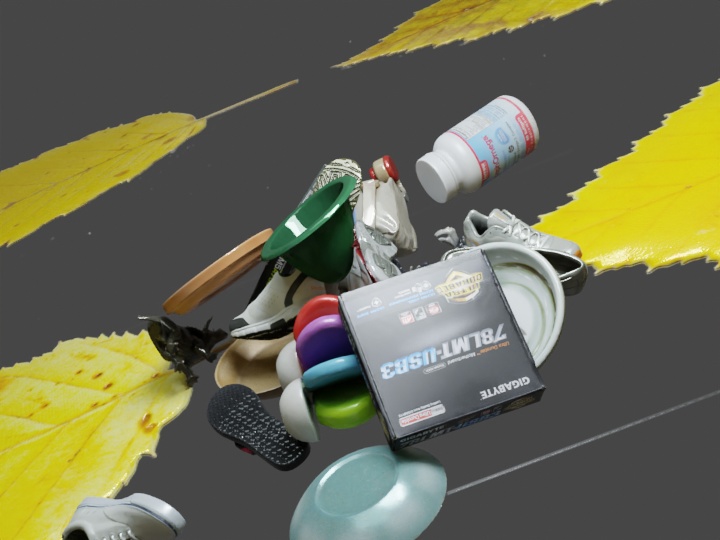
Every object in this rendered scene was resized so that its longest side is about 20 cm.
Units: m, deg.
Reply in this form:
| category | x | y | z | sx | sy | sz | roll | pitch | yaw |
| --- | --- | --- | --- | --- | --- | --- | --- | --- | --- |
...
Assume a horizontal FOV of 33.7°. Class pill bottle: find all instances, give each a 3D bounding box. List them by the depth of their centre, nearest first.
| category | x | y | z | sx | sy | sz | roll | pitch | yaw |
| --- | --- | --- | --- | --- | --- | --- | --- | --- | --- |
| pill bottle | 0.192 | -0.198 | 1.973 | 0.199 | 0.110 | 0.108 | -35 | 28 | -19 |

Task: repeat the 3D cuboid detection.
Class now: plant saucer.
| category | x | y | z | sx | sy | sz | roll | pitch | yaw |
| --- | --- | --- | --- | --- | --- | --- | --- | --- | --- |
| plant saucer | 0.002 | 0.260 | 1.379 | 0.199 | 0.039 | 0.202 | -20 | 26 | 10 |
| plant saucer | 0.174 | 0.065 | 1.522 | 0.198 | 0.050 | 0.203 | -13 | 62 | 26 |
| plant saucer | -0.114 | 0.128 | 1.721 | 0.198 | 0.036 | 0.201 | -19 | 28 | 10 |
| plant saucer | -0.206 | 0.008 | 1.773 | 0.199 | 0.032 | 0.200 | -37 | 0 | 0 |

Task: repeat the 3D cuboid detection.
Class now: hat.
| category | x | y | z | sx | sy | sz | roll | pitch | yaw |
| --- | --- | --- | --- | --- | --- | --- | --- | --- | --- |
| hat | -0.022 | -0.004 | 1.603 | 0.165 | 0.176 | 0.201 | -33 | 17 | 26 |

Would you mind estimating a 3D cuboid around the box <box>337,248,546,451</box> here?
| category | x | y | z | sx | sy | sz | roll | pitch | yaw |
| --- | --- | --- | --- | --- | --- | --- | --- | --- | --- |
| box | 0.095 | 0.093 | 1.435 | 0.197 | 0.050 | 0.200 | -17 | 62 | -9 |

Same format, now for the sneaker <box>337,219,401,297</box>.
| category | x | y | z | sx | sy | sz | roll | pitch | yaw |
| --- | --- | --- | --- | --- | --- | --- | --- | --- | --- |
| sneaker | 0.000 | 0.000 | 1.682 | 0.100 | 0.078 | 0.200 | -51 | 16 | 18 |

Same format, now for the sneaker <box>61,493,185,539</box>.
| category | x | y | z | sx | sy | sz | roll | pitch | yaw |
| --- | --- | --- | --- | --- | --- | --- | --- | --- | --- |
| sneaker | -0.297 | 0.328 | 1.488 | 0.198 | 0.073 | 0.071 | -12 | 36 | 42 |

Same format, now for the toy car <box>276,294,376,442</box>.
| category | x | y | z | sx | sy | sz | roll | pitch | yaw |
| --- | --- | --- | --- | --- | --- | --- | --- | --- | --- |
| toy car | -0.029 | 0.112 | 1.530 | 0.173 | 0.151 | 0.201 | -16 | 30 | 2 |

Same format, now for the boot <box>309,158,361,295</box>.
| category | x | y | z | sx | sy | sz | roll | pitch | yaw |
| --- | --- | --- | --- | --- | --- | --- | --- | --- | --- |
| boot | -0.044 | -0.054 | 1.765 | 0.065 | 0.200 | 0.177 | 18 | 75 | 6 |

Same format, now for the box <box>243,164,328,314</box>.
| category | x | y | z | sx | sy | sz | roll | pitch | yaw |
| --- | --- | --- | --- | --- | --- | --- | --- | --- | --- |
| box | -0.103 | -0.041 | 1.876 | 0.194 | 0.047 | 0.201 | -59 | 2 | 39 |

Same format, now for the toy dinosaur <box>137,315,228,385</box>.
| category | x | y | z | sx | sy | sz | roll | pitch | yaw |
| --- | --- | --- | --- | --- | --- | --- | --- | --- | --- |
| toy dinosaur | -0.281 | 0.109 | 1.795 | 0.102 | 0.199 | 0.077 | 42 | 104 | 42 |

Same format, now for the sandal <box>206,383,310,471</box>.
| category | x | y | z | sx | sy | sz | roll | pitch | yaw |
| --- | --- | --- | --- | --- | --- | --- | --- | --- | --- |
| sandal | -0.137 | 0.216 | 1.583 | 0.075 | 0.045 | 0.199 | -41 | 45 | -19 |

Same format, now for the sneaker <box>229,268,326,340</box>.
| category | x | y | z | sx | sy | sz | roll | pitch | yaw |
| --- | --- | --- | --- | --- | --- | --- | --- | --- | --- |
| sneaker | -0.115 | 0.048 | 1.686 | 0.199 | 0.081 | 0.073 | -23 | -18 | 40 |

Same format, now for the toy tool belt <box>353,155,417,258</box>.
| category | x | y | z | sx | sy | sz | roll | pitch | yaw |
| --- | --- | --- | --- | --- | --- | --- | --- | --- | --- |
| toy tool belt | 0.010 | -0.090 | 1.907 | 0.122 | 0.125 | 0.202 | -23 | 45 | 15 |

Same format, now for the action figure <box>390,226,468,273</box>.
| category | x | y | z | sx | sy | sz | roll | pitch | yaw |
| --- | --- | --- | --- | --- | --- | --- | --- | --- | --- |
| action figure | 0.113 | 0.009 | 1.674 | 0.198 | 0.103 | 0.119 | -7 | 30 | 38 |

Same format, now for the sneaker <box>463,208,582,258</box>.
| category | x | y | z | sx | sy | sz | roll | pitch | yaw |
| --- | --- | --- | --- | --- | --- | --- | --- | --- | --- |
| sneaker | 0.220 | -0.041 | 1.681 | 0.198 | 0.093 | 0.076 | 6 | 38 | 44 |

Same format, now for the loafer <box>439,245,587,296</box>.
| category | x | y | z | sx | sy | sz | roll | pitch | yaw |
| --- | --- | --- | --- | --- | --- | --- | --- | --- | --- |
| loafer | 0.203 | -0.006 | 1.585 | 0.197 | 0.070 | 0.071 | 2 | 67 | 8 |
